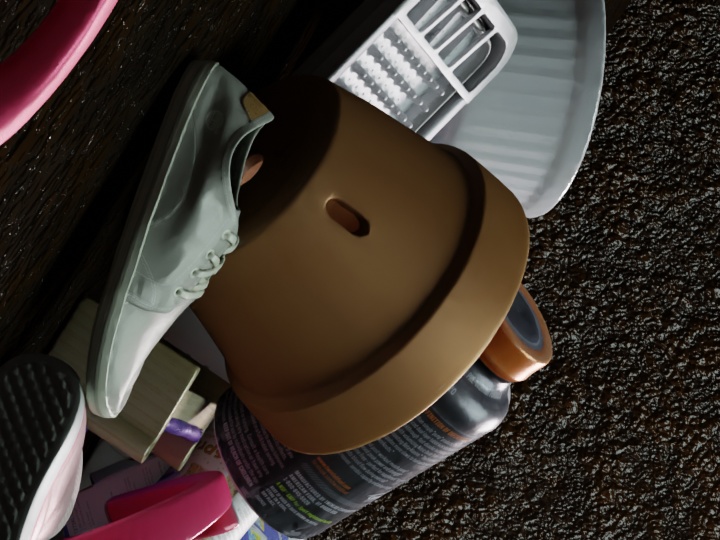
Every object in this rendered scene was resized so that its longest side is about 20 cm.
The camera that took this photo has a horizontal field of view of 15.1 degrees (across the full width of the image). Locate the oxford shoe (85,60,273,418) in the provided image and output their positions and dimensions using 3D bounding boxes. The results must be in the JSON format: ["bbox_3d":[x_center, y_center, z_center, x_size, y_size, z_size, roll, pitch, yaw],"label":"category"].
[{"bbox_3d":[-0.097,-0.011,1.445,0.075,0.057,0.201,-62,173,-81],"label":"oxford shoe"}]

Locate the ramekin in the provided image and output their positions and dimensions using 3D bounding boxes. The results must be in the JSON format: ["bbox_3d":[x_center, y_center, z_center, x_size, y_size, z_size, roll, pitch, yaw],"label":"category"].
[{"bbox_3d":[0.084,-0.140,1.860,0.200,0.097,0.202,-175,-90,-71],"label":"ramekin"}]

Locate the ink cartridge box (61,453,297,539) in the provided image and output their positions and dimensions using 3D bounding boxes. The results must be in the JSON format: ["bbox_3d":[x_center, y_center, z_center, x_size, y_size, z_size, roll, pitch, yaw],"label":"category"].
[{"bbox_3d":[-0.114,0.160,1.798,0.199,0.095,0.037,-23,-167,-36],"label":"ink cartridge box"}]

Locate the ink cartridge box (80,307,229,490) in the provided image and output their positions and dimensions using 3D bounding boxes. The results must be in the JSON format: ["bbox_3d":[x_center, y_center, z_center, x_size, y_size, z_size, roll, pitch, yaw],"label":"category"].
[{"bbox_3d":[-0.105,0.080,1.929,0.201,0.083,0.147,-59,174,25],"label":"ink cartridge box"}]

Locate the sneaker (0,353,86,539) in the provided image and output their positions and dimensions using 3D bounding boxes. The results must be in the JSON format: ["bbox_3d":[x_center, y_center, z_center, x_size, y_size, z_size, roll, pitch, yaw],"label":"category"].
[{"bbox_3d":[-0.207,0.147,1.452,0.201,0.075,0.105,-59,171,-23],"label":"sneaker"}]

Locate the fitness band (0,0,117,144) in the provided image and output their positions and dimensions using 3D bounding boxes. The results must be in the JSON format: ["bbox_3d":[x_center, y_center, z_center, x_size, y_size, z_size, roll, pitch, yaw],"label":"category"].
[{"bbox_3d":[-0.114,-0.124,0.972,0.144,0.037,0.201,-45,166,-54],"label":"fitness band"}]

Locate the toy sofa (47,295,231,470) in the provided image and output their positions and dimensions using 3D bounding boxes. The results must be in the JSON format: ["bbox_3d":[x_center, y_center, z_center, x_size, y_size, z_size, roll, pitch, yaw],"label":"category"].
[{"bbox_3d":[-0.143,0.083,1.626,0.098,0.083,0.200,-58,175,-3],"label":"toy sofa"}]

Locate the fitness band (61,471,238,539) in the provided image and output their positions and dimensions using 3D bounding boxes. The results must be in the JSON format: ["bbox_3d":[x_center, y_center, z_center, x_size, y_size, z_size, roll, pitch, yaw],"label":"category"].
[{"bbox_3d":[-0.157,0.160,1.591,0.143,0.038,0.200,-19,179,-41],"label":"fitness band"}]

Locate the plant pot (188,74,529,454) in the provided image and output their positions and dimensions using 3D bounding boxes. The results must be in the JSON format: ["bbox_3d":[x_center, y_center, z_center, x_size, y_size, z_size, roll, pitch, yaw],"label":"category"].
[{"bbox_3d":[-0.023,-0.016,1.556,0.200,0.140,0.201,-32,-148,23],"label":"plant pot"}]

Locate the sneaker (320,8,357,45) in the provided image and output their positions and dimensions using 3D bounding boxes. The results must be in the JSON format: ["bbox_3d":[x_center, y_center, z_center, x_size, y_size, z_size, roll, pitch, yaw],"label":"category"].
[{"bbox_3d":[-0.020,-0.100,1.814,0.095,0.079,0.201,-33,153,-41],"label":"sneaker"}]

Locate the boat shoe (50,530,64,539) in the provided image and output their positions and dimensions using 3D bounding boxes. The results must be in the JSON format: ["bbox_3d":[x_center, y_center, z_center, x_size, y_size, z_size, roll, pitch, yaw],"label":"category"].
[{"bbox_3d":[-0.231,0.232,1.743,0.201,0.071,0.070,-55,174,-28],"label":"boat shoe"}]

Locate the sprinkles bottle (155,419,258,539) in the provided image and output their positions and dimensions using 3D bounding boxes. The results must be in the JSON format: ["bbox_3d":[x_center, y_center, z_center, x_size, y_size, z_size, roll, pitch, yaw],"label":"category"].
[{"bbox_3d":[-0.099,0.149,1.747,0.200,0.068,0.068,-49,172,-27],"label":"sprinkles bottle"}]

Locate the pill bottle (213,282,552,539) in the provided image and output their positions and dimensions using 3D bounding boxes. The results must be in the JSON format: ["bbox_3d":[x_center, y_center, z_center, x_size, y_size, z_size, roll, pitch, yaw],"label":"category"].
[{"bbox_3d":[0.017,0.073,1.643,0.199,0.107,0.106,-32,-175,22],"label":"pill bottle"}]

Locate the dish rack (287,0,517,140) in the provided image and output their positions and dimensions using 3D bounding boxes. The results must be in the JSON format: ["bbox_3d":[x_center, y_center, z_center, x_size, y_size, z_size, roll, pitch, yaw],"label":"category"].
[{"bbox_3d":[0.001,-0.110,1.692,0.200,0.044,0.172,-46,158,1],"label":"dish rack"}]
